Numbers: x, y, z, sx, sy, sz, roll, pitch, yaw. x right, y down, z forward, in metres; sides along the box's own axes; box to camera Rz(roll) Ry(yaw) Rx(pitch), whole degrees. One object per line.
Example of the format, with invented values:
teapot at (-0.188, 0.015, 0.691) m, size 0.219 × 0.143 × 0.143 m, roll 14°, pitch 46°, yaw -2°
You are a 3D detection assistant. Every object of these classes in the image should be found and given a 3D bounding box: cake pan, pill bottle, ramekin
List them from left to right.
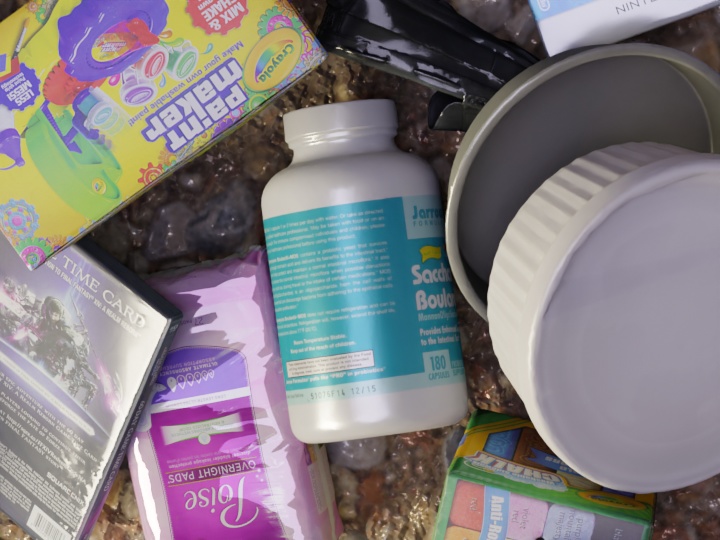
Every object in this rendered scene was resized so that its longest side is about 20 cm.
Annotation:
pill bottle at (0.000, 0.000, 1.567) m, size 0.110 × 0.111 × 0.201 m, roll -8°, pitch 89°, yaw 11°
cake pan at (0.139, -0.049, 1.535) m, size 0.200 × 0.037 × 0.201 m, roll -10°, pitch 121°, yaw -16°
ramekin at (0.165, 0.018, 1.491) m, size 0.202 × 0.094 × 0.203 m, roll -10°, pitch 115°, yaw -21°

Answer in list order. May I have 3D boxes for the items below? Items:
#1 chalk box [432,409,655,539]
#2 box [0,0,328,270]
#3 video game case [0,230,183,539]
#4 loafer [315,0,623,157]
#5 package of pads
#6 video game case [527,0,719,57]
chalk box at (0.102, 0.176, 1.534) m, size 0.124 × 0.200 × 0.125 m, roll 14°, pitch 102°, yaw 7°
box at (-0.133, -0.109, 1.469) m, size 0.200 × 0.193 × 0.122 m, roll -35°, pitch 95°, yaw 0°
video game case at (-0.198, 0.067, 1.618) m, size 0.143 × 0.019 × 0.200 m, roll 37°, pitch 120°, yaw 21°
loafer at (0.065, -0.112, 1.555) m, size 0.200 × 0.068 × 0.071 m, roll 30°, pitch 96°, yaw -11°
package of pads at (-0.091, 0.088, 1.623) m, size 0.120 × 0.076 × 0.201 m, roll -10°, pitch 98°, yaw 15°
video game case at (0.166, -0.246, 1.538) m, size 0.181 × 0.045 × 0.201 m, roll -19°, pitch 96°, yaw 11°
